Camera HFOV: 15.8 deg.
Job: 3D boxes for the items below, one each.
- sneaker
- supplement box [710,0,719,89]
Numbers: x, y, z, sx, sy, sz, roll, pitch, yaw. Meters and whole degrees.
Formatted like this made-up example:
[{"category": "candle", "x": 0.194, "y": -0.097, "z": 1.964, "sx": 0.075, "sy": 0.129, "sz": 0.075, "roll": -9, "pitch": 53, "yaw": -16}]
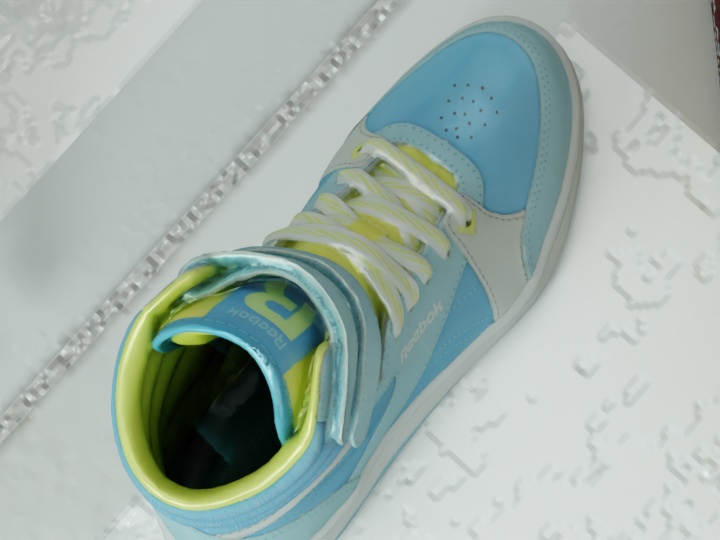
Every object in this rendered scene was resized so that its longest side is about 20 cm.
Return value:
[{"category": "sneaker", "x": 0.000, "y": 0.000, "z": 0.764, "sx": 0.079, "sy": 0.131, "sz": 0.201, "roll": 29, "pitch": 83, "yaw": 14}, {"category": "supplement box", "x": 0.168, "y": -0.044, "z": 0.714, "sx": 0.132, "sy": 0.200, "sz": 0.199, "roll": -6, "pitch": 78, "yaw": 7}]
